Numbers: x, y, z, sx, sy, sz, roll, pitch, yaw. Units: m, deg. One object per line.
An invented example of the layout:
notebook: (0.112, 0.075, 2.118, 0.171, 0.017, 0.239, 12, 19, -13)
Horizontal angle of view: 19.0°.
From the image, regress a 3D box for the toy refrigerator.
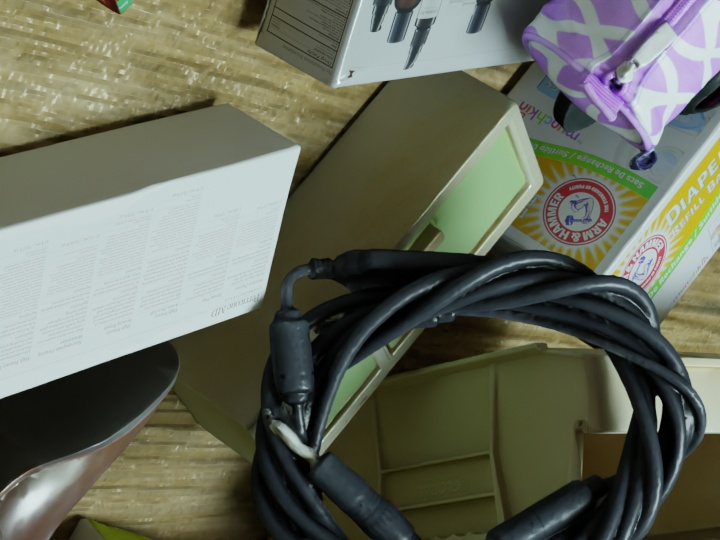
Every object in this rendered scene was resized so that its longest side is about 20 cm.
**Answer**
toy refrigerator: (0.000, 0.000, 1.024, 0.200, 0.070, 0.076, -49, 150, -14)

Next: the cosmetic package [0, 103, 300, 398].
cosmetic package: (-0.114, -0.007, 0.864, 0.200, 0.051, 0.083, -18, 130, -48)

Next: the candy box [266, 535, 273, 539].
candy box: (0.014, 0.182, 1.231, 0.200, 0.056, 0.117, -14, 129, -53)

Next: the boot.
boot: (-0.152, 0.137, 0.937, 0.186, 0.064, 0.201, -36, 147, -35)

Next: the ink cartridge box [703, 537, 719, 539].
ink cartridge box: (0.152, 0.186, 1.190, 0.109, 0.051, 0.200, -21, -178, -19)

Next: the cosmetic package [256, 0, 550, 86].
cosmetic package: (0.044, -0.135, 0.966, 0.200, 0.051, 0.083, -15, 131, -52)

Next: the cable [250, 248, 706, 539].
cable: (0.054, 0.073, 0.941, 0.051, 0.199, 0.164, 117, -23, -79)

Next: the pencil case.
pencil case: (0.156, -0.146, 0.954, 0.200, 0.084, 0.085, -51, 180, 1)

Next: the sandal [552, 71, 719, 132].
sandal: (0.185, -0.120, 1.049, 0.200, 0.048, 0.075, -31, 160, -2)

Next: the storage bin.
storage bin: (0.109, 0.097, 1.103, 0.199, 0.198, 0.094, 4, 77, -42)

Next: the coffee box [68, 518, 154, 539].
coffee box: (-0.059, 0.262, 0.989, 0.200, 0.200, 0.198, 25, 97, -34)

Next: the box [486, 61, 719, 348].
box: (0.147, -0.068, 1.138, 0.200, 0.112, 0.101, -51, 151, -10)

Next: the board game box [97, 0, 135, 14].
board game box: (-0.043, -0.199, 0.823, 0.200, 0.019, 0.103, -47, 148, -19)
